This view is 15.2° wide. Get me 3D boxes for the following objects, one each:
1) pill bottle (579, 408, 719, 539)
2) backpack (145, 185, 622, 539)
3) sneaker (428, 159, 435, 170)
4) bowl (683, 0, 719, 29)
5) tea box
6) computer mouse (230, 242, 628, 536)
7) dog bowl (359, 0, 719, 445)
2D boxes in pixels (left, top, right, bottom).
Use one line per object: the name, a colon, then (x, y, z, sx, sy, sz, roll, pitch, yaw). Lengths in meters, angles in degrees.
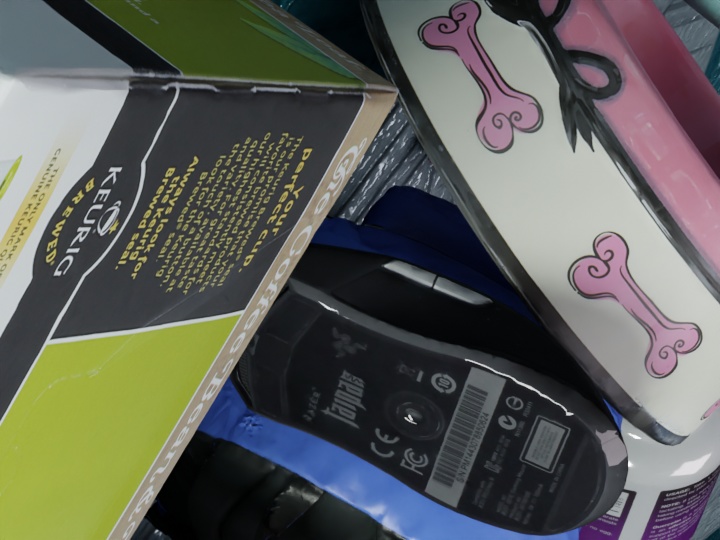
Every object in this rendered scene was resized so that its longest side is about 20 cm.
pill bottle: (0.161, 0.106, 1.614, 0.112, 0.112, 0.200, -45, 161, -30)
backpack: (0.011, 0.055, 0.999, 0.168, 0.162, 0.200, -63, 176, -14)
sneaker: (0.104, -0.067, 1.182, 0.087, 0.074, 0.200, -53, 160, 18)
bowl: (0.129, -0.185, 0.929, 0.201, 0.105, 0.201, -53, 157, -34)
tea box: (-0.123, 0.007, 0.596, 0.200, 0.134, 0.197, -58, 162, 13)
computer mouse: (0.000, 0.000, 0.848, 0.046, 0.200, 0.141, -60, 166, -46)
dog bowl: (0.086, -0.041, 0.940, 0.074, 0.200, 0.200, -33, 168, 14)
